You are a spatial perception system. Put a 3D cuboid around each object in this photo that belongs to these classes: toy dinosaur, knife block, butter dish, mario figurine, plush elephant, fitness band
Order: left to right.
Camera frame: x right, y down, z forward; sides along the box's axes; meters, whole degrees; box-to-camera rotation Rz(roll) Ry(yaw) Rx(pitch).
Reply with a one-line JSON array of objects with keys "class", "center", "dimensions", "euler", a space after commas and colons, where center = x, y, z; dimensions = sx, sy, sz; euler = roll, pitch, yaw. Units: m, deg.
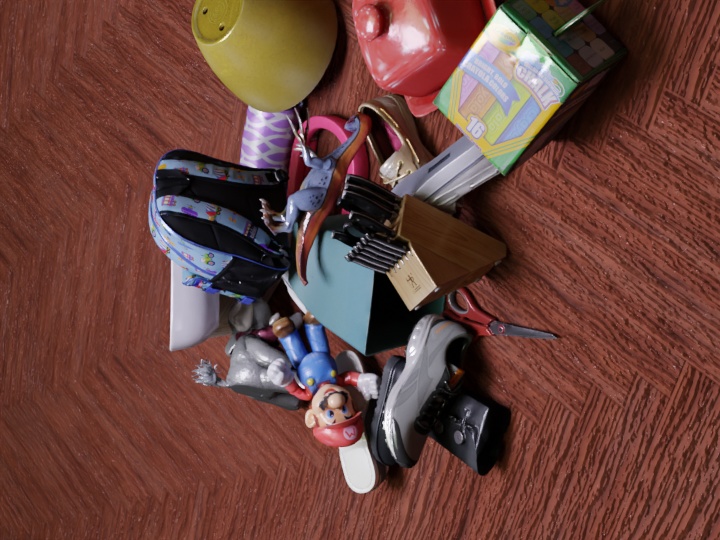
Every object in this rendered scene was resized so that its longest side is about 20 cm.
[{"class": "plush elephant", "center": [-0.148, 0.112, 1.835], "dimensions": [0.165, 0.197, 0.157], "euler": [125, 155, -68]}, {"class": "mario figurine", "center": [-0.049, 0.147, 1.670], "dimensions": [0.123, 0.106, 0.202], "euler": [-31, 71, 21]}, {"class": "toy dinosaur", "center": [-0.045, -0.117, 1.567], "dimensions": [0.202, 0.180, 0.105], "euler": [60, -174, -8]}, {"class": "fitness band", "center": [-0.047, -0.124, 1.743], "dimensions": [0.143, 0.037, 0.203], "euler": [29, 121, 41]}, {"class": "butter dish", "center": [0.057, -0.306, 1.478], "dimensions": [0.199, 0.147, 0.203], "euler": [-26, 79, 51]}, {"class": "knife block", "center": [0.063, -0.050, 1.473], "dimensions": [0.064, 0.199, 0.177], "euler": [-43, 74, 47]}]

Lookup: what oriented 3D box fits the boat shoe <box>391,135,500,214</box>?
[{"class": "boat shoe", "center": [0.102, -0.099, 1.498], "dimensions": [0.199, 0.074, 0.065], "euler": [-34, 113, 33]}]

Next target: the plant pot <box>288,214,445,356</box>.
[{"class": "plant pot", "center": [0.000, 0.000, 1.621], "dimensions": [0.199, 0.140, 0.143], "euler": [27, 118, 43]}]

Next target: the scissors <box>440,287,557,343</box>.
[{"class": "scissors", "center": [0.173, 0.078, 1.533], "dimensions": [0.199, 0.014, 0.074], "euler": [27, 117, 44]}]

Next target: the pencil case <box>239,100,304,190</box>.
[{"class": "pencil case", "center": [-0.140, -0.167, 1.813], "dimensions": [0.086, 0.083, 0.202], "euler": [-101, 20, -67]}]

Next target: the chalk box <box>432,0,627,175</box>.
[{"class": "chalk box", "center": [0.195, -0.229, 1.320], "dimensions": [0.124, 0.124, 0.200], "euler": [46, 134, 10]}]

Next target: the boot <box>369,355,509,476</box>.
[{"class": "boot", "center": [0.105, 0.222, 1.616], "dimensions": [0.199, 0.065, 0.167], "euler": [23, 118, 42]}]

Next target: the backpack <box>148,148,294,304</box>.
[{"class": "backpack", "center": [-0.203, -0.064, 1.638], "dimensions": [0.135, 0.198, 0.184], "euler": [-46, 39, 43]}]

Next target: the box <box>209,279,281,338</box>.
[{"class": "box", "center": [-0.190, 0.015, 1.906], "dimensions": [0.078, 0.094, 0.201], "euler": [60, 137, 25]}]

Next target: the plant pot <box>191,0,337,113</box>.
[{"class": "plant pot", "center": [-0.151, -0.339, 1.681], "dimensions": [0.198, 0.141, 0.203], "euler": [-12, 70, 36]}]

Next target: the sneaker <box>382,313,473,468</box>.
[{"class": "sneaker", "center": [0.087, 0.155, 1.542], "dimensions": [0.079, 0.074, 0.203], "euler": [10, 77, 38]}]

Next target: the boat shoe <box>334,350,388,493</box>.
[{"class": "boat shoe", "center": [0.000, 0.216, 1.733], "dimensions": [0.072, 0.062, 0.203], "euler": [-14, 81, 30]}]

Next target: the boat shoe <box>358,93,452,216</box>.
[{"class": "boat shoe", "center": [0.053, -0.139, 1.583], "dimensions": [0.074, 0.069, 0.202], "euler": [-47, 62, 45]}]

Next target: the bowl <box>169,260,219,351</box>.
[{"class": "bowl", "center": [-0.247, 0.018, 1.793], "dimensions": [0.200, 0.074, 0.203], "euler": [165, 105, -83]}]

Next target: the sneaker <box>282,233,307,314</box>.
[{"class": "sneaker", "center": [-0.098, -0.003, 1.779], "dimensions": [0.202, 0.073, 0.071], "euler": [60, 156, 7]}]
